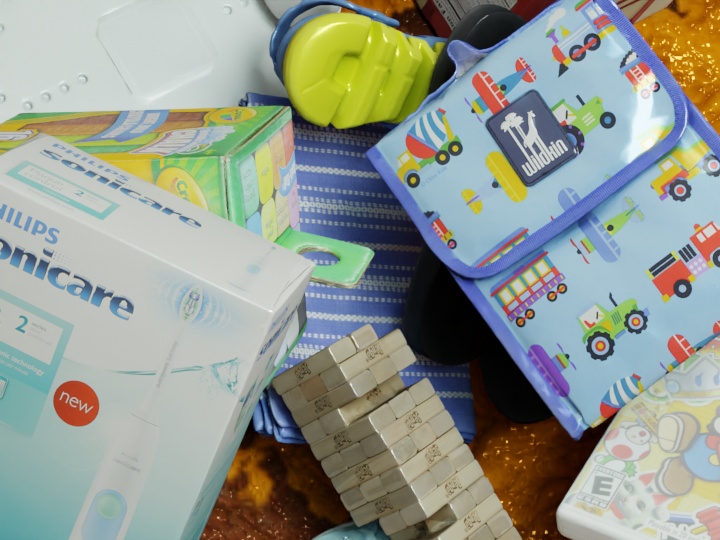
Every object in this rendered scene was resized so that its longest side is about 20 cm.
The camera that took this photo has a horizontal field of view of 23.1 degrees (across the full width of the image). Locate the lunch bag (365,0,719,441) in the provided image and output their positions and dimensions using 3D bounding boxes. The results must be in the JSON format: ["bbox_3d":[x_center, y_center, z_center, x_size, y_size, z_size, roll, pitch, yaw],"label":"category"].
[{"bbox_3d":[0.112,-0.041,0.911,0.150,0.094,0.200,-38,86,8],"label":"lunch bag"}]

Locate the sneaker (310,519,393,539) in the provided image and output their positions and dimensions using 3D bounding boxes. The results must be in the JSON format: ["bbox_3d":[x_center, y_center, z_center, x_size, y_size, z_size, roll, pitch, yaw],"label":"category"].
[{"bbox_3d":[-0.030,0.179,0.923,0.199,0.082,0.074,-22,81,-22],"label":"sneaker"}]

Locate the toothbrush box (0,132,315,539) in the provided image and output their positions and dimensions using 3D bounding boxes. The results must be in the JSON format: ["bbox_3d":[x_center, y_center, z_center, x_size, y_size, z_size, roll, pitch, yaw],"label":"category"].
[{"bbox_3d":[-0.128,0.061,0.801,0.146,0.085,0.201,26,108,3],"label":"toothbrush box"}]

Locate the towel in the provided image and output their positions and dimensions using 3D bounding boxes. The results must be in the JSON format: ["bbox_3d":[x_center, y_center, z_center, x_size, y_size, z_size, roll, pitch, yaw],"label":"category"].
[{"bbox_3d":[0.000,0.000,1.000,0.144,0.024,0.202,4,74,-31],"label":"towel"}]

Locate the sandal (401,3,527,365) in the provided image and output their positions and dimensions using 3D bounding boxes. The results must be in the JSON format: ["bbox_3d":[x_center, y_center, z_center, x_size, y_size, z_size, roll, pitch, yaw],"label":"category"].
[{"bbox_3d":[0.073,-0.044,0.972,0.076,0.043,0.202,-1,104,-35],"label":"sandal"}]

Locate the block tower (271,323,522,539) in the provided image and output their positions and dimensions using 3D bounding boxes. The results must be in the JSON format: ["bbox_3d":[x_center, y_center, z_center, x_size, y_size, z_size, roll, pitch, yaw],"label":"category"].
[{"bbox_3d":[0.034,0.126,0.926,0.054,0.058,0.201,-29,89,-45],"label":"block tower"}]

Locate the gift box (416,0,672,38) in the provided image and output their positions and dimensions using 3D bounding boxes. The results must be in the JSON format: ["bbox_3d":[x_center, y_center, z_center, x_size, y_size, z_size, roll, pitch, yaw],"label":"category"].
[{"bbox_3d":[0.133,-0.231,1.036,0.186,0.200,0.185,-28,87,-22],"label":"gift box"}]

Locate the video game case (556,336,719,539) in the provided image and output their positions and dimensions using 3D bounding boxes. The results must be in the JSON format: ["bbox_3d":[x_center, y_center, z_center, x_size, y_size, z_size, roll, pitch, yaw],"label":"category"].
[{"bbox_3d":[0.229,0.099,0.906,0.199,0.023,0.182,18,51,28],"label":"video game case"}]

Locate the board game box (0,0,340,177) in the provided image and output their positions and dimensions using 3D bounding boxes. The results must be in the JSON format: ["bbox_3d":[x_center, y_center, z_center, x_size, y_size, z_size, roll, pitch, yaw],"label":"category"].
[{"bbox_3d":[-0.120,-0.127,1.023,0.199,0.026,0.201,17,70,-10],"label":"board game box"}]

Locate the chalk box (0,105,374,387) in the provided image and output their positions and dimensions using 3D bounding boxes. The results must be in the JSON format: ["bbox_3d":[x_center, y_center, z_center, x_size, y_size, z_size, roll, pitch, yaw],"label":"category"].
[{"bbox_3d":[-0.096,-0.012,0.883,0.198,0.124,0.125,-2,105,11],"label":"chalk box"}]

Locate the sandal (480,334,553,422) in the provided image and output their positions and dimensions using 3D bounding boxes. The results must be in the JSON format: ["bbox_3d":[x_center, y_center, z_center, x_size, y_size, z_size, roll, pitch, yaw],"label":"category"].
[{"bbox_3d":[0.134,0.001,0.984,0.076,0.043,0.200,45,107,19],"label":"sandal"}]

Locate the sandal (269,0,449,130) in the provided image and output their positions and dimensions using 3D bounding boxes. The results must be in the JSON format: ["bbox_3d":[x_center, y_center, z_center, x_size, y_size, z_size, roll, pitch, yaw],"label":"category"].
[{"bbox_3d":[0.025,-0.109,1.003,0.199,0.087,0.080,20,101,-38],"label":"sandal"}]

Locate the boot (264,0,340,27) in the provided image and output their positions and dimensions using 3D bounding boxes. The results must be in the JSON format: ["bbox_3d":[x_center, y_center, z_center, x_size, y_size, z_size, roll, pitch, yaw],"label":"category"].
[{"bbox_3d":[-0.021,-0.246,1.036,0.095,0.073,0.202,-17,104,-58],"label":"boot"}]
